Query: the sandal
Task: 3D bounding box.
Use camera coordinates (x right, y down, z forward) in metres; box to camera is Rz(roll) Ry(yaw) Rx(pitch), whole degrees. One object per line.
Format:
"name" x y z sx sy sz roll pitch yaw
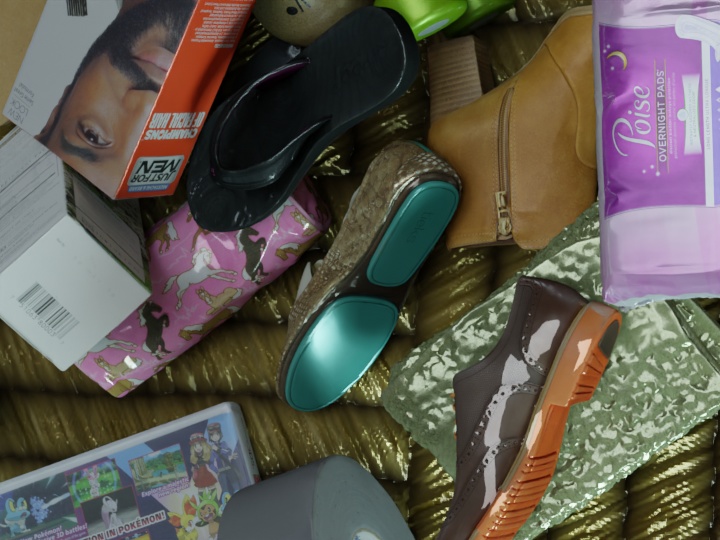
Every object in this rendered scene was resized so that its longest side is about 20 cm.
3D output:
"sandal" -0.050 -0.094 1.386 0.200 0.048 0.075 -40 70 33

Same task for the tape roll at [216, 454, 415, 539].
"tape roll" -0.010 0.215 1.366 0.066 0.200 0.201 -22 77 18

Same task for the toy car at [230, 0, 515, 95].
"toy car" -0.032 -0.193 1.456 0.200 0.158 0.165 -30 85 27

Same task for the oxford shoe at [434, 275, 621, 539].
"oxford shoe" 0.083 0.099 1.371 0.073 0.071 0.200 29 94 18

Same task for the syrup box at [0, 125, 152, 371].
"syrup box" -0.194 -0.029 1.464 0.081 0.200 0.079 -40 116 10

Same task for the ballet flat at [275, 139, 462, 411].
"ballet flat" 0.000 0.000 1.455 0.200 0.070 0.065 -56 40 24

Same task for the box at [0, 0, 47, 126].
"box" -0.201 -0.209 1.490 0.200 0.021 0.164 -28 89 26

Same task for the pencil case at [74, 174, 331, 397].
"pencil case" -0.111 -0.004 1.493 0.200 0.083 0.087 -37 99 14

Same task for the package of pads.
"package of pads" 0.197 -0.078 1.319 0.120 0.076 0.201 -3 87 19

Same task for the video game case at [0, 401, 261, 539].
"video game case" -0.146 0.204 1.515 0.199 0.023 0.183 -20 78 19

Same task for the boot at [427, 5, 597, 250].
"boot" 0.138 -0.087 1.420 0.201 0.071 0.145 -12 86 23

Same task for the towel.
"towel" 0.125 0.068 1.405 0.200 0.036 0.149 -40 85 14

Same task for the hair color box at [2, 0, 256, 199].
"hair color box" -0.135 -0.158 1.412 0.111 0.064 0.200 35 114 27
